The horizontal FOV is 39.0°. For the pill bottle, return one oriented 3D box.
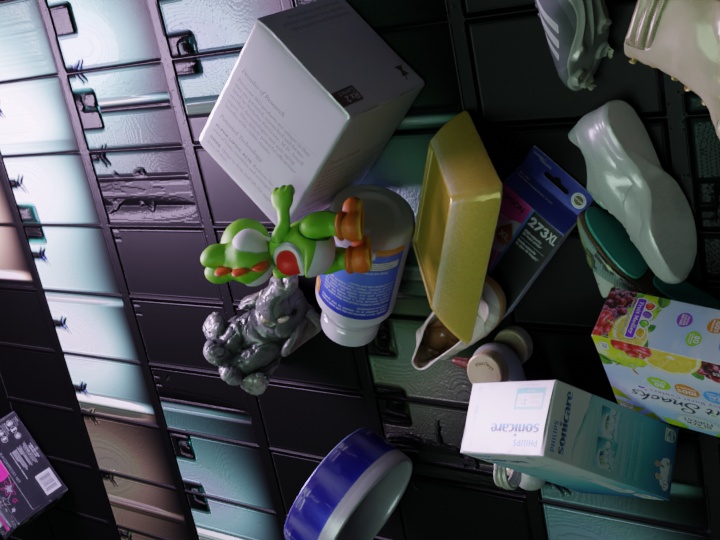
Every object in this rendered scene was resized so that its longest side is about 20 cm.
[{"bbox_3d":[0.000,0.000,1.311,0.111,0.112,0.202,33,135,21],"label":"pill bottle"}]

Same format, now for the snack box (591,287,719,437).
[{"bbox_3d":[0.359,0.107,1.065,0.197,0.068,0.169,15,153,33],"label":"snack box"}]

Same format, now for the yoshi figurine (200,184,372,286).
[{"bbox_3d":[-0.088,-0.035,1.190,0.196,0.112,0.115,-9,80,6],"label":"yoshi figurine"}]

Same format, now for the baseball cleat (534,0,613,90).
[{"bbox_3d":[0.200,-0.274,1.026,0.106,0.069,0.201,40,161,32],"label":"baseball cleat"}]

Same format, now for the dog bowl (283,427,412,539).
[{"bbox_3d":[-0.016,0.325,1.431,0.078,0.199,0.203,34,129,22],"label":"dog bowl"}]

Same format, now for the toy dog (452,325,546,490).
[{"bbox_3d":[0.168,0.172,1.266,0.095,0.131,0.205,-7,82,40],"label":"toy dog"}]

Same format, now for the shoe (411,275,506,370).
[{"bbox_3d":[0.118,0.071,1.268,0.070,0.053,0.200,46,146,6],"label":"shoe"}]

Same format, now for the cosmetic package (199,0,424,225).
[{"bbox_3d":[-0.061,-0.192,1.235,0.165,0.164,0.201,45,131,10],"label":"cosmetic package"}]

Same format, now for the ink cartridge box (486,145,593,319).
[{"bbox_3d":[0.185,-0.041,1.204,0.094,0.037,0.201,42,129,14],"label":"ink cartridge box"}]

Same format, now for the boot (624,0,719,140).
[{"bbox_3d":[0.331,-0.182,0.983,0.154,0.073,0.202,30,149,34],"label":"boot"}]

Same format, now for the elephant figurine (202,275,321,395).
[{"bbox_3d":[-0.120,0.070,1.447,0.141,0.156,0.200,36,109,-27],"label":"elephant figurine"}]

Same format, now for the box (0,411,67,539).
[{"bbox_3d":[-0.718,0.419,2.084,0.201,0.132,0.115,54,136,4],"label":"box"}]

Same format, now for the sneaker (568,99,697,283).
[{"bbox_3d":[0.288,-0.077,1.090,0.088,0.074,0.203,-25,89,55],"label":"sneaker"}]

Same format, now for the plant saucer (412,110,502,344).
[{"bbox_3d":[0.102,-0.054,1.164,0.047,0.201,0.203,3,122,-9],"label":"plant saucer"}]

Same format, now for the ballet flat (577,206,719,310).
[{"bbox_3d":[0.308,0.016,1.116,0.199,0.069,0.072,39,139,13],"label":"ballet flat"}]

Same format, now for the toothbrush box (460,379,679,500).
[{"bbox_3d":[0.235,0.192,1.146,0.146,0.197,0.087,-13,60,58],"label":"toothbrush box"}]
